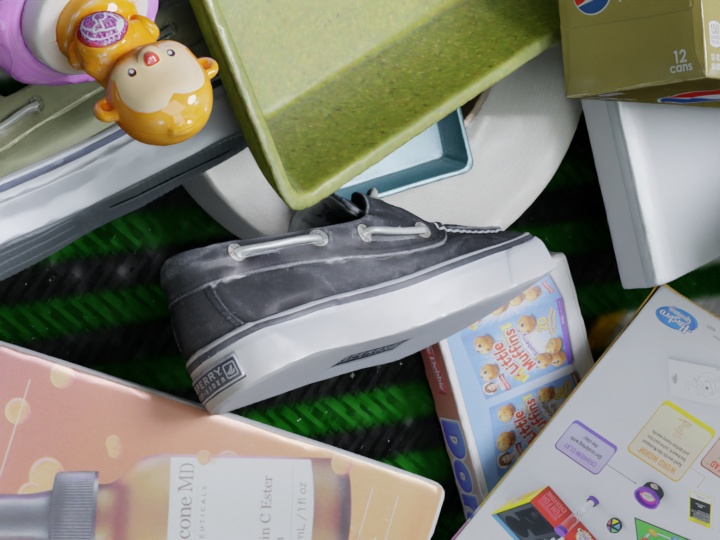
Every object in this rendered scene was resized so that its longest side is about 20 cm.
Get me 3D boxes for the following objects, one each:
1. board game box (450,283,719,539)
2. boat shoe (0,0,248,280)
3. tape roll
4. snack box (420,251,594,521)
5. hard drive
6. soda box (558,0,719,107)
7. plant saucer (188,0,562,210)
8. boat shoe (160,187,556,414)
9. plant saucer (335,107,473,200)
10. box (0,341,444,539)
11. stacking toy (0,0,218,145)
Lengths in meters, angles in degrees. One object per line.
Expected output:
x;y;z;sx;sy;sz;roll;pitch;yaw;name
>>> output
0.125;0.122;1.019;0.200;0.153;0.040;-48;153;-16;board game box
-0.134;-0.038;0.949;0.199;0.072;0.062;-26;82;-11;boat shoe
0.003;-0.099;1.032;0.201;0.037;0.205;-2;94;-26;tape roll
0.081;0.098;1.086;0.072;0.024;0.201;-20;102;-24;snack box
0.137;-0.107;1.079;0.132;0.027;0.201;-23;104;-45;hard drive
0.163;-0.102;1.027;0.199;0.067;0.065;-3;88;-52;soda box
-0.010;-0.153;0.940;0.199;0.048;0.201;-34;111;-37;plant saucer
0.000;0.000;0.966;0.199;0.072;0.068;-16;77;-46;boat shoe
-0.009;-0.129;0.994;0.070;0.019;0.202;-17;101;-25;plant saucer
-0.093;0.122;0.959;0.199;0.106;0.153;19;85;-26;box
-0.110;-0.103;0.855;0.116;0.200;0.110;-25;137;-22;stacking toy
